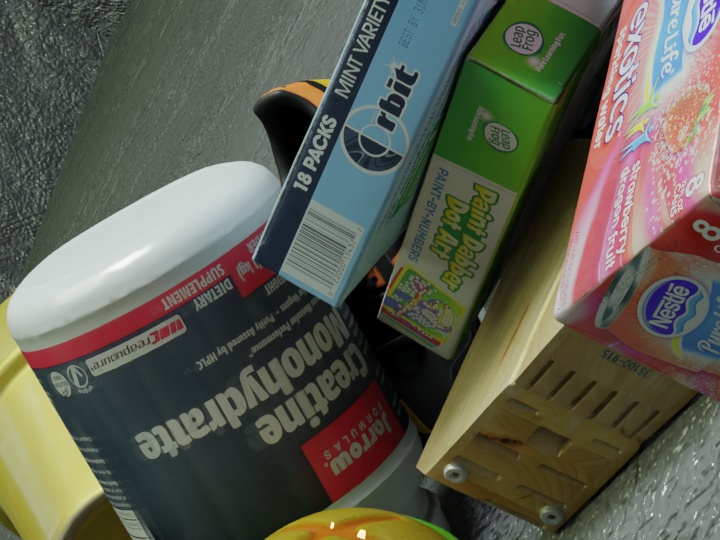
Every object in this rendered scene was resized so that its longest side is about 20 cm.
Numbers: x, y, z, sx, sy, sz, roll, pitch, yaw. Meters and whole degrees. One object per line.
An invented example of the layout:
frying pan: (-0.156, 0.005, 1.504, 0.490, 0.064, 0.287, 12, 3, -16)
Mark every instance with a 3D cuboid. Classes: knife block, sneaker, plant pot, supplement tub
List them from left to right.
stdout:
plant pot: (-0.146, 0.123, 1.355, 0.201, 0.200, 0.189, -60, 31, 20)
supplement tub: (-0.058, 0.065, 0.977, 0.140, 0.201, 0.140, -28, 12, 6)
sneaker: (0.000, 0.000, 1.027, 0.070, 0.090, 0.201, -32, 68, 37)
knife block: (0.105, -0.013, 0.883, 0.200, 0.064, 0.176, -53, 17, 42)

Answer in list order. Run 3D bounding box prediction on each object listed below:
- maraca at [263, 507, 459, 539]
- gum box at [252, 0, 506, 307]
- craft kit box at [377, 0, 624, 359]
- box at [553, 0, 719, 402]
maraca: (-0.004, 0.179, 0.846, 0.107, 0.136, 0.201, 71, -166, -46)
gum box: (0.038, -0.098, 0.901, 0.170, 0.044, 0.200, -65, -8, 29)
craft kit box: (0.086, -0.088, 0.930, 0.198, 0.048, 0.200, -59, -7, -33)
box: (0.147, -0.063, 0.745, 0.103, 0.094, 0.201, -43, 25, 54)
